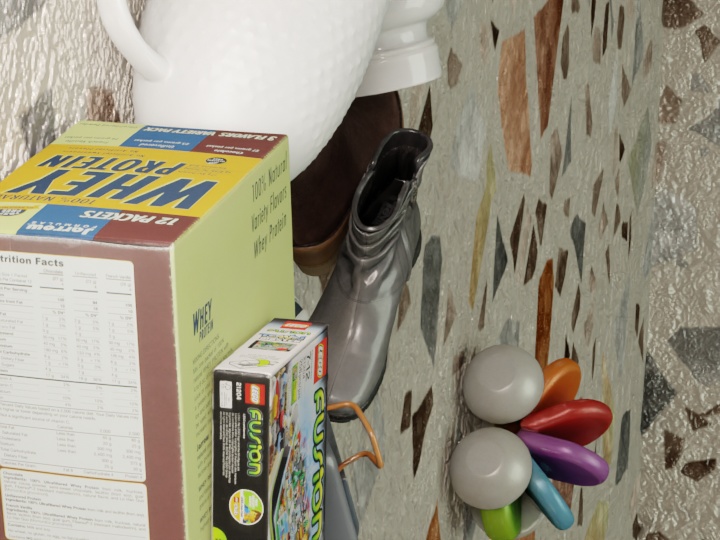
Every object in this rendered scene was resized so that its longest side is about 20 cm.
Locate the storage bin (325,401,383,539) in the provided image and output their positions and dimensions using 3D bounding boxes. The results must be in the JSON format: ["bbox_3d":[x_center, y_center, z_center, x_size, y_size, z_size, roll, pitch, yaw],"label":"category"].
[{"bbox_3d":[-0.048,0.154,1.624,0.134,0.145,0.200,-124,-164,-54],"label":"storage bin"}]

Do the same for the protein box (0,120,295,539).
[{"bbox_3d":[-0.130,0.042,1.437,0.199,0.135,0.201,-50,142,-63],"label":"protein box"}]

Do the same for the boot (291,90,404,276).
[{"bbox_3d":[-0.021,-0.112,1.902,0.167,0.072,0.200,75,28,-54],"label":"boot"}]

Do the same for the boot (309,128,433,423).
[{"bbox_3d":[0.000,0.000,1.855,0.132,0.070,0.200,96,8,-58],"label":"boot"}]

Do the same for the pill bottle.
[{"bbox_3d":[0.000,-0.229,1.818,0.112,0.112,0.201,-37,118,-70],"label":"pill bottle"}]

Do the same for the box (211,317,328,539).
[{"bbox_3d":[-0.051,0.137,1.430,0.110,0.035,0.201,-42,135,-68],"label":"box"}]

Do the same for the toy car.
[{"bbox_3d":[0.179,0.178,2.551,0.175,0.150,0.200,61,36,-64],"label":"toy car"}]

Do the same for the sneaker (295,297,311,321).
[{"bbox_3d":[-0.067,0.101,1.779,0.130,0.079,0.200,18,67,-66],"label":"sneaker"}]

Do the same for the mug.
[{"bbox_3d":[-0.085,-0.154,1.580,0.200,0.147,0.176,36,63,-37],"label":"mug"}]
